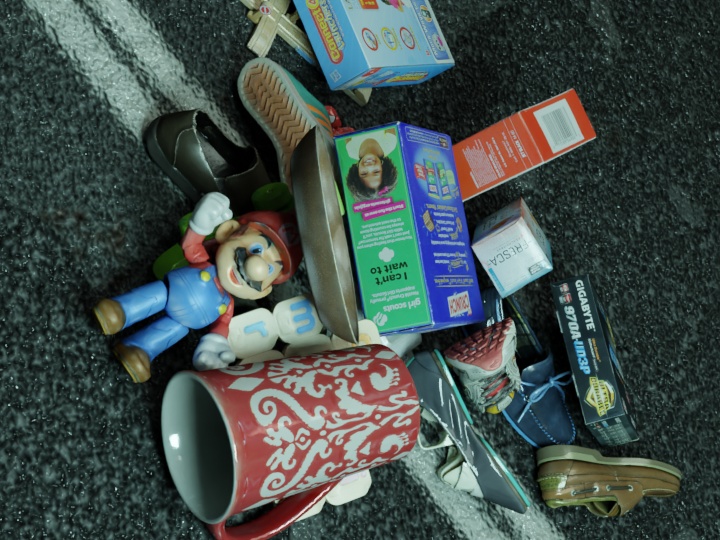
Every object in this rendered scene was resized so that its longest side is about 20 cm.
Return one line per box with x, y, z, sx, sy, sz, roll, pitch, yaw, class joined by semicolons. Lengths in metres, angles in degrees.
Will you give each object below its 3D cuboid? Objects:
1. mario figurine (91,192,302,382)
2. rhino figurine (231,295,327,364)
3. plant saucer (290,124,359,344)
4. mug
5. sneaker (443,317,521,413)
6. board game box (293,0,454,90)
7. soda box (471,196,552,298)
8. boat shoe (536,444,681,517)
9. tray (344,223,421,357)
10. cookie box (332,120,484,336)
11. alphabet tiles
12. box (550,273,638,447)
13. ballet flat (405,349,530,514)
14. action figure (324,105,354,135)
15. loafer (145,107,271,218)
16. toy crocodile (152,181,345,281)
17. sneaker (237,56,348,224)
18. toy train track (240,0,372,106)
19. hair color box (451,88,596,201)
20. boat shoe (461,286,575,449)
-0.134;0.014;1.442;0.200;0.124;0.106;-34;56;-12;mario figurine
-0.069;0.088;1.559;0.200;0.060;0.088;40;66;-20;rhino figurine
-0.033;-0.030;1.465;0.200;0.032;0.201;-11;90;-88;plant saucer
-0.066;0.146;1.457;0.199;0.178;0.134;-12;64;-32;mug
0.136;0.101;1.668;0.082;0.078;0.200;62;0;7;sneaker
0.001;-0.302;1.796;0.196;0.056;0.201;-14;80;-58;board game box
0.165;-0.027;1.770;0.069;0.063;0.200;58;10;-4;soda box
0.275;0.243;1.814;0.199;0.072;0.068;11;67;-29;boat shoe
0.000;0.000;1.686;0.200;0.022;0.107;61;34;-2;tray
0.050;-0.038;1.634;0.171;0.075;0.201;2;77;-69;cookie box
-0.059;0.128;1.522;0.195;0.015;0.201;-18;96;-22;alphabet tiles
0.260;0.103;1.807;0.200;0.046;0.160;45;32;-70;box
0.098;0.177;1.678;0.073;0.073;0.200;-39;100;-46;ballet flat
0.017;-0.093;1.744;0.200;0.052;0.065;51;49;-9;action figure
-0.120;-0.080;1.585;0.200;0.071;0.073;42;46;-22;loafer
-0.104;-0.031;1.543;0.199;0.062;0.068;-22;116;-18;toy crocodile
-0.051;-0.128;1.661;0.080;0.071;0.200;11;49;-61;sneaker
-0.057;-0.252;1.760;0.200;0.032;0.115;40;48;-24;toy train track
0.141;-0.122;1.762;0.111;0.200;0.064;-27;90;-47;hair color box
0.178;0.110;1.780;0.200;0.069;0.084;55;44;-9;boat shoe
